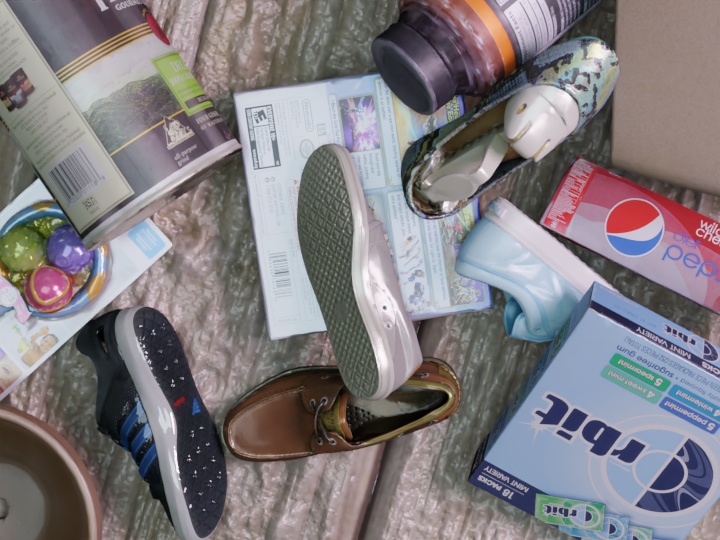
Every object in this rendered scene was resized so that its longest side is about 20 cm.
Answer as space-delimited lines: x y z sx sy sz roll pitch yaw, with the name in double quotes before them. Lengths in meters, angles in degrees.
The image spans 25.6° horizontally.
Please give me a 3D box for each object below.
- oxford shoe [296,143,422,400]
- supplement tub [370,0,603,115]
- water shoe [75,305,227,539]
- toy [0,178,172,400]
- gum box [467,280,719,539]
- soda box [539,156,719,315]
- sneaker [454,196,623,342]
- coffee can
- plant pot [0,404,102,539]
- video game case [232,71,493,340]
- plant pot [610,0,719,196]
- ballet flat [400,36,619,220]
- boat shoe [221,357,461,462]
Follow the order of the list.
"oxford shoe" 0.000 0.000 1.223 0.058 0.075 0.200 -12 85 -39
"supplement tub" 0.102 -0.204 1.195 0.200 0.107 0.107 -40 92 -15
"water shoe" -0.168 0.126 1.286 0.079 0.071 0.200 -12 96 31
"toy" -0.265 0.005 1.279 0.200 0.047 0.115 -42 94 5
"gum box" 0.204 0.127 1.227 0.170 0.045 0.200 27 124 -2
"soda box" 0.243 -0.017 1.221 0.200 0.070 0.063 28 94 18
"sneaker" 0.155 0.029 1.244 0.200 0.074 0.082 39 97 -15
"coffee can" -0.205 -0.136 1.217 0.146 0.146 0.200 -33 93 4
"plant pot" -0.302 0.201 1.274 0.201 0.093 0.201 0 94 1
"video game case" 0.003 -0.056 1.266 0.181 0.045 0.200 -8 94 3
"plant pot" 0.282 -0.144 1.185 0.177 0.200 0.200 3 95 14
"ballet flat" 0.108 -0.095 1.162 0.200 0.074 0.074 -36 93 37
"boat shoe" -0.019 0.110 1.268 0.200 0.068 0.072 -17 95 4
